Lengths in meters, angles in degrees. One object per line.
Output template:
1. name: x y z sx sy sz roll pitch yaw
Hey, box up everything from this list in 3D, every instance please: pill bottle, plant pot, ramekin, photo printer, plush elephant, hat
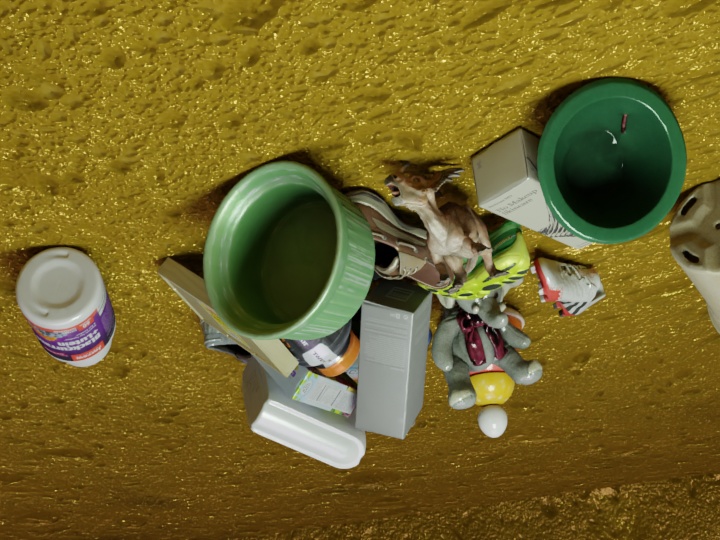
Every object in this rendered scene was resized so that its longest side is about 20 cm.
1. pill bottle: -0.398 0.060 1.232 0.109 0.114 0.201 -1 155 -7
2. plant pot: 0.500 -0.020 1.150 0.199 0.204 0.182 -25 137 38
3. pill bottle: -0.082 0.057 1.207 0.105 0.107 0.200 -20 127 31
4. ramekin: -0.078 -0.015 1.035 0.197 0.204 0.097 -19 159 28
5. photo printer: -0.082 0.219 1.378 0.198 0.167 0.070 28 104 -21
6. plush elephant: 0.179 0.073 1.327 0.161 0.202 0.157 -10 135 -18
7. hat: 0.266 -0.126 1.029 0.164 0.202 0.176 -29 -164 3

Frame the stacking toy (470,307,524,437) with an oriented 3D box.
1. stacking toy: 0.209 0.170 1.461 0.143 0.204 0.147 -4 155 -2

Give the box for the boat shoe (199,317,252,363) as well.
1. boat shoe: -0.195 0.120 1.447 0.073 0.066 0.202 -12 154 17

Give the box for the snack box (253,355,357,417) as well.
1. snack box: -0.101 0.131 1.351 0.053 0.199 0.142 -54 139 5

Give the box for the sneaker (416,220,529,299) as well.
1. sneaker: 0.154 -0.013 1.208 0.073 0.085 0.199 19 155 -32

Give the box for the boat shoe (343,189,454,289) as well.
1. boat shoe: 0.041 -0.021 1.130 0.198 0.073 0.075 31 141 -29

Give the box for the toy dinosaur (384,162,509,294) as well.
1. toy dinosaur: 0.114 -0.055 1.076 0.085 0.138 0.199 -24 158 17

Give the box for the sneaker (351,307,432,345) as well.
1. sneaker: 0.022 0.104 1.437 0.196 0.080 0.089 1 157 -11

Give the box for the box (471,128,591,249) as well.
1. box: 0.227 -0.092 1.065 0.198 0.070 0.082 16 148 -38

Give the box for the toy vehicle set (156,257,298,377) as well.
1. toy vehicle set: -0.180 0.062 1.200 0.198 0.027 0.125 28 161 39

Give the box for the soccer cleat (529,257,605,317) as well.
1. soccer cleat: 0.310 0.017 1.324 0.084 0.070 0.200 -24 153 18

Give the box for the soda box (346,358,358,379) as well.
1. soda box: -0.039 0.146 1.532 0.196 0.065 0.069 3 154 -17

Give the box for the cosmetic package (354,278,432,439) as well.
1. cosmetic package: 0.049 0.128 1.303 0.088 0.204 0.107 12 -160 16

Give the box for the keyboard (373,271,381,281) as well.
1. keyboard: 0.000 0.000 1.282 0.197 0.040 0.104 -17 176 22
